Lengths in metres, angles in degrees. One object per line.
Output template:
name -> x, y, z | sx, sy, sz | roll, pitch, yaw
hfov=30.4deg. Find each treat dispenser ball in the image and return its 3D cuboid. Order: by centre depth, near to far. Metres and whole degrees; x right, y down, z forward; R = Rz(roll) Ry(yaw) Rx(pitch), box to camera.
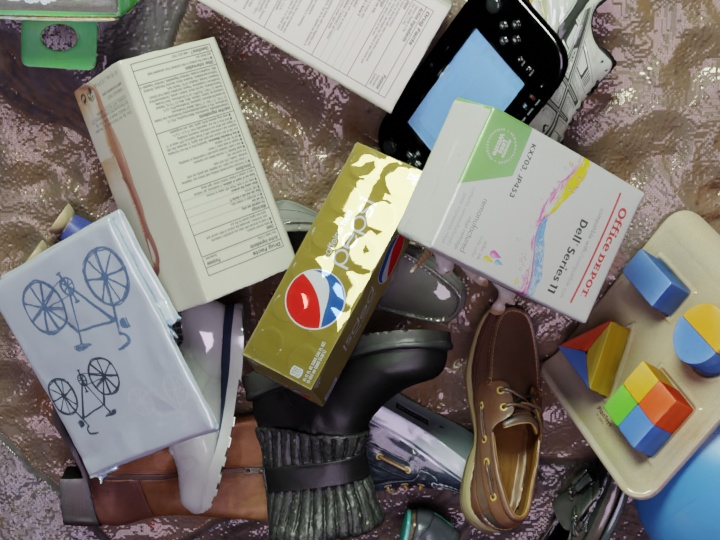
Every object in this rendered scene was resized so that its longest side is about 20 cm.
treat dispenser ball -> 0.335, 0.180, 1.141 | 0.198, 0.201, 0.204 | 1, 109, 2

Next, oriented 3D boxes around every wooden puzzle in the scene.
wooden puzzle -> 0.249, 0.062, 1.115 | 0.046, 0.186, 0.200 | 31, 107, -36

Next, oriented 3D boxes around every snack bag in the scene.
snack bag -> -0.213, 0.068, 1.111 | 0.187, 0.021, 0.202 | -24, 95, 39

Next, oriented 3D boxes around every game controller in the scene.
game controller -> 0.089, -0.137, 1.081 | 0.105, 0.042, 0.200 | 57, 133, 22

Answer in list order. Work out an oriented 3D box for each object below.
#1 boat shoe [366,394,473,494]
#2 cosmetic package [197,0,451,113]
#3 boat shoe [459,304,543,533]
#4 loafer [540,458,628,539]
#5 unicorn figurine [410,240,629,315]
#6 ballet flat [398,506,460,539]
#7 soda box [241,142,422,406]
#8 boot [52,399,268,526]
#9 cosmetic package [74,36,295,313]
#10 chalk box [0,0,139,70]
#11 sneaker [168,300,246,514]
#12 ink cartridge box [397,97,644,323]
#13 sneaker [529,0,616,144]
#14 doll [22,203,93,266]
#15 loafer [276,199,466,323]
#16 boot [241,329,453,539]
boat shoe -> 0.044, 0.177, 1.222 | 0.199, 0.071, 0.092 | 32, 108, -1
cosmetic package -> -0.035, -0.227, 1.082 | 0.198, 0.073, 0.104 | 30, 107, -8
boat shoe -> 0.134, 0.128, 1.161 | 0.071, 0.067, 0.203 | 11, 76, -21
loafer -> 0.197, 0.244, 1.239 | 0.062, 0.072, 0.202 | 20, 110, 1
unicorn figurine -> 0.127, -0.020, 1.126 | 0.198, 0.074, 0.138 | -24, 139, -7
ballet flat -> 0.048, 0.323, 1.269 | 0.072, 0.073, 0.202 | 17, 106, -4
soda box -> -0.017, 0.003, 1.079 | 0.067, 0.064, 0.202 | 25, 77, 16
boot -> -0.179, 0.146, 1.219 | 0.197, 0.068, 0.191 | -3, 97, -4
cosmetic package -> -0.143, -0.076, 1.087 | 0.087, 0.103, 0.203 | -17, 93, 50
chalk box -> -0.241, -0.264, 1.051 | 0.122, 0.124, 0.203 | 2, 110, 0
sneaker -> -0.148, 0.118, 1.166 | 0.079, 0.077, 0.203 | 6, 106, -8
ink cartridge box -> 0.141, -0.038, 1.037 | 0.198, 0.067, 0.118 | 24, 91, -27
sneaker -> 0.169, -0.154, 1.100 | 0.086, 0.076, 0.203 | 1, 111, -3
doll -> -0.197, 0.024, 1.183 | 0.199, 0.048, 0.137 | 38, 84, -12
loafer -> 0.000, 0.000, 1.159 | 0.197, 0.070, 0.071 | 20, 108, -5
boot -> 0.000, 0.144, 1.134 | 0.209, 0.079, 0.160 | -19, 78, 27
